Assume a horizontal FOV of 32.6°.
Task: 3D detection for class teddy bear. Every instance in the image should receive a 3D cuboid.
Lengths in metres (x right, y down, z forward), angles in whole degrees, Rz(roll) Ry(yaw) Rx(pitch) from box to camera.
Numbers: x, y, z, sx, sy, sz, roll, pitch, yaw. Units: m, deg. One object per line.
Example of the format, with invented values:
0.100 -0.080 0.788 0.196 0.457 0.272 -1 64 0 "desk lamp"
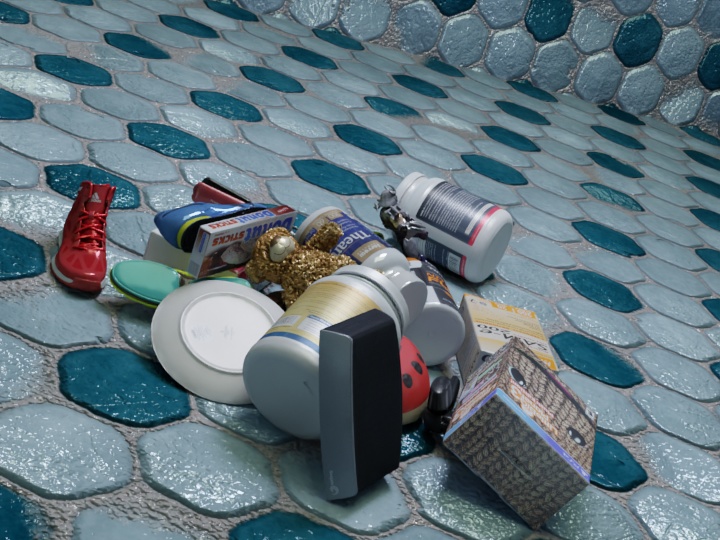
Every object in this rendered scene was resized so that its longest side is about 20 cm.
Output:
-0.059 0.006 1.674 0.200 0.145 0.067 45 -4 11 "teddy bear"

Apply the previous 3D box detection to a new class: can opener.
0.132 0.178 1.674 0.063 0.079 0.200 17 11 14 "can opener"

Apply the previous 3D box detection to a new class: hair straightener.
-0.153 -0.092 1.865 0.199 0.041 0.077 20 21 3 "hair straightener"

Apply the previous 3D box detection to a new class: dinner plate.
-0.170 0.084 1.586 0.199 0.024 0.201 11 46 -12 "dinner plate"

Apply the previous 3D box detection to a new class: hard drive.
0.003 0.155 1.428 0.042 0.201 0.135 5 12 32 "hard drive"

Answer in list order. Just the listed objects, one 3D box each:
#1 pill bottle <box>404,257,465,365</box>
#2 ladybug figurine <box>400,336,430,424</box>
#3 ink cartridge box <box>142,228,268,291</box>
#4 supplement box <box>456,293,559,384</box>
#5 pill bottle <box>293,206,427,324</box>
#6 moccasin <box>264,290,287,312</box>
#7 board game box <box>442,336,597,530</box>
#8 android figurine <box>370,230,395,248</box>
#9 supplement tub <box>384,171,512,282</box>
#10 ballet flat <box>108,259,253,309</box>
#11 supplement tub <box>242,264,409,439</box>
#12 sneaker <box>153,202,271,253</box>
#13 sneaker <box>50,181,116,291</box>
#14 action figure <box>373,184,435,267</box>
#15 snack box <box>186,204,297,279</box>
0.088 0.053 1.871 0.106 0.107 0.200 13 23 -16 "pill bottle"
0.035 0.139 1.663 0.135 0.072 0.200 18 22 -6 "ladybug figurine"
-0.213 -0.020 1.814 0.147 0.086 0.200 24 21 11 "ink cartridge box"
0.215 0.119 1.863 0.125 0.074 0.200 15 22 -10 "supplement box"
0.000 0.000 1.772 0.111 0.111 0.200 -5 33 -47 "pill bottle"
-0.084 0.072 1.735 0.077 0.074 0.201 24 11 32 "moccasin"
0.207 0.200 1.563 0.159 0.097 0.200 43 22 -3 "board game box"
-0.046 -0.030 1.962 0.199 0.041 0.182 11 21 39 "android figurine"
0.158 -0.079 2.196 0.199 0.141 0.140 29 23 21 "supplement tub"
-0.244 0.034 1.679 0.199 0.067 0.067 8 59 -7 "ballet flat"
-0.038 0.097 1.531 0.144 0.145 0.200 26 44 17 "supplement tub"
-0.204 -0.073 1.746 0.078 0.066 0.199 32 27 34 "sneaker"
-0.384 -0.059 1.717 0.078 0.116 0.200 9 24 -25 "sneaker"
0.076 -0.049 1.997 0.069 0.201 0.130 -21 17 1 "action figure"
-0.162 -0.042 1.704 0.024 0.072 0.200 30 25 23 "snack box"
